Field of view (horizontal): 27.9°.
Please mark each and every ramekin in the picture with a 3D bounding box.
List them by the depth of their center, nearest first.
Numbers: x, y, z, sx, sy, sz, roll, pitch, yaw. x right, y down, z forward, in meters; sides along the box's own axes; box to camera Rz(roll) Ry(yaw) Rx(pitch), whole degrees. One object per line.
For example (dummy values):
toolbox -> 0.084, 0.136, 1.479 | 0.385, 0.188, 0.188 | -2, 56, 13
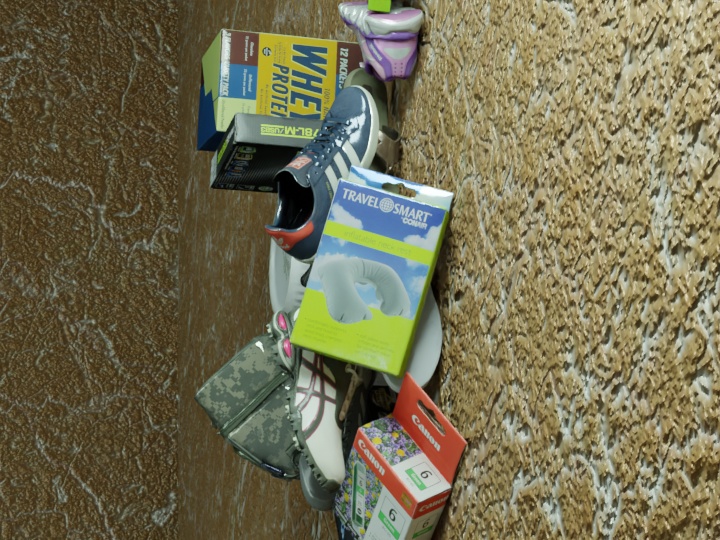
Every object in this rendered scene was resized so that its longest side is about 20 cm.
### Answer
ramekin -> -0.056, -0.016, 1.902 | 0.200, 0.104, 0.203 | -176, 90, -76

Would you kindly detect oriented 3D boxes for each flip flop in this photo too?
flip flop -> 0.018, -0.159, 1.720 | 0.057, 0.080, 0.202 | -33, 49, 46

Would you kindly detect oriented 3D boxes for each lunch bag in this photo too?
lunch bag -> -0.096, 0.177, 1.826 | 0.139, 0.168, 0.200 | -43, -8, 8

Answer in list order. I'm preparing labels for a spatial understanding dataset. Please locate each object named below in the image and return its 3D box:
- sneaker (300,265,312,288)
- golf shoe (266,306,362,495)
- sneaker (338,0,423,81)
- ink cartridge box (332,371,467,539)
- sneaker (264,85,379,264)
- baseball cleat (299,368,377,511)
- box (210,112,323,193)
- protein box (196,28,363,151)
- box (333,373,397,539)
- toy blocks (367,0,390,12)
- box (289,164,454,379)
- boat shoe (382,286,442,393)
sneaker -> -0.027, -0.063, 1.769 | 0.082, 0.071, 0.202 | 15, 86, 33
golf shoe -> -0.037, 0.129, 1.515 | 0.077, 0.087, 0.203 | 59, -163, -74
sneaker -> 0.023, -0.272, 1.715 | 0.200, 0.079, 0.090 | -123, 27, -69
ink cartridge box -> 0.037, 0.214, 1.492 | 0.109, 0.050, 0.201 | 48, 140, 31
sneaker -> -0.044, -0.112, 1.538 | 0.074, 0.084, 0.202 | 5, 74, 44
baseball cleat -> -0.029, 0.158, 1.591 | 0.107, 0.069, 0.202 | 74, -154, -64
box -> -0.088, -0.146, 1.884 | 0.200, 0.190, 0.048 | 138, 136, -69
protein box -> -0.110, -0.233, 1.976 | 0.198, 0.197, 0.137 | 168, 105, -76
box -> 0.010, 0.240, 1.694 | 0.200, 0.049, 0.202 | -103, 21, -51
toy blocks -> 0.038, -0.397, 1.675 | 0.137, 0.098, 0.203 | -111, 26, -83
box -> 0.014, -0.003, 1.486 | 0.048, 0.120, 0.203 | 57, -131, -80
boat shoe -> 0.044, 0.048, 1.557 | 0.066, 0.071, 0.202 | 97, 167, -59
